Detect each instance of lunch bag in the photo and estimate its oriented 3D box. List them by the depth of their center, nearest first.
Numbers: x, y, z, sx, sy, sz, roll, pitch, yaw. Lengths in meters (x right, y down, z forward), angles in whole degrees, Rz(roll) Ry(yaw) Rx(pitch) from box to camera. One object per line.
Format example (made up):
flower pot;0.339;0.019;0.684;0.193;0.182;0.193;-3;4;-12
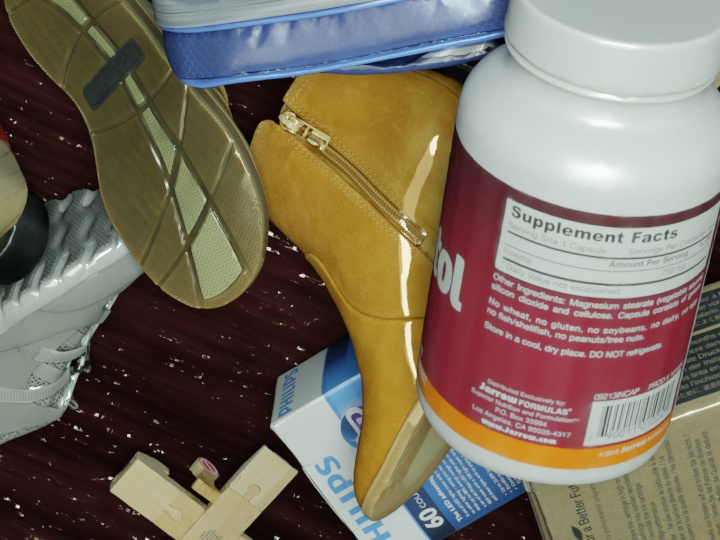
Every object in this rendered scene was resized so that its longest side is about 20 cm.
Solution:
lunch bag;0.005;-0.152;0.941;0.198;0.136;0.133;-8;112;6

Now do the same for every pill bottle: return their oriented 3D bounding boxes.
pill bottle;0.088;-0.022;0.887;0.112;0.113;0.201;8;123;0

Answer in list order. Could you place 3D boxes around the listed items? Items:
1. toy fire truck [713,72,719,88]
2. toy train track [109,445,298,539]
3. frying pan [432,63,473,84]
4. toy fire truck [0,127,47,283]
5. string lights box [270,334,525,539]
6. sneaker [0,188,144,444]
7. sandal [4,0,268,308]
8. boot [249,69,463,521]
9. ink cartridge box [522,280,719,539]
toy fire truck;0.154;-0.123;0.940;0.128;0.176;0.202;-1;104;3
toy train track;-0.048;0.159;1.154;0.200;0.033;0.115;39;102;-17
frying pan;-0.011;-0.058;1.068;0.189;0.031;0.116;12;111;-4
toy fire truck;-0.270;-0.053;1.046;0.176;0.201;0.128;-42;145;19
string lights box;0.065;0.054;1.086;0.199;0.059;0.103;-31;109;15
sneaker;-0.163;0.034;1.100;0.200;0.075;0.082;-38;120;22
sandal;-0.098;-0.079;1.036;0.080;0.054;0.201;-37;79;28
boot;0.000;0.000;1.027;0.143;0.071;0.202;29;105;21
ink cartridge box;0.164;0.101;1.042;0.164;0.075;0.201;-18;136;3
